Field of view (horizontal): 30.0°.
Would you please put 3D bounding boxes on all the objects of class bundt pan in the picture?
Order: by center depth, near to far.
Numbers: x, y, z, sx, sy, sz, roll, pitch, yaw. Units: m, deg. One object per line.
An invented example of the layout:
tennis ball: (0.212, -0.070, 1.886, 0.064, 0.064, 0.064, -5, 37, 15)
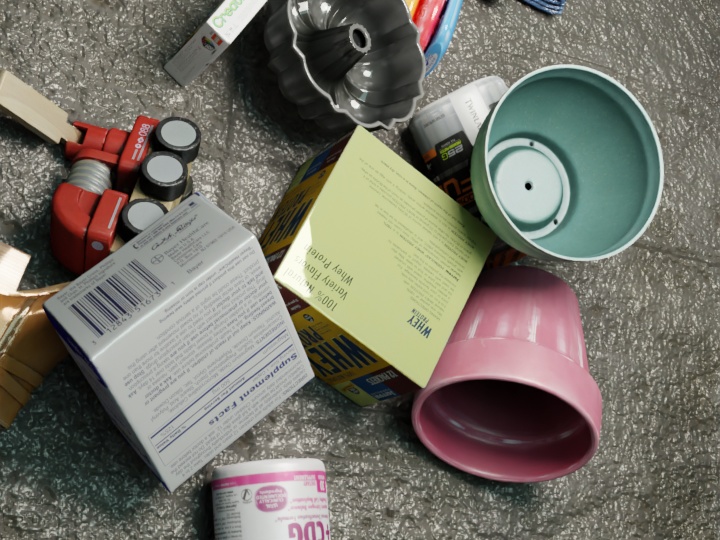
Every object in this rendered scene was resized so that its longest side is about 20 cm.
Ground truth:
bundt pan: (-0.025, -0.235, 1.436, 0.201, 0.075, 0.204, 18, 63, -41)

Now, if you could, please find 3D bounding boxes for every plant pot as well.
plant pot: (0.197, -0.100, 1.412, 0.199, 0.134, 0.202, 3, 81, -18)
plant pot: (0.166, 0.102, 1.458, 0.199, 0.200, 0.180, 30, 49, -19)

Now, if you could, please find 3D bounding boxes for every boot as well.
boot: (-0.301, 0.078, 1.265, 0.199, 0.074, 0.156, 23, 68, -13)

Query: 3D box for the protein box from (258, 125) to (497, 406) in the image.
protein box: (0.000, 0.000, 1.413, 0.198, 0.135, 0.201, 36, 62, -16)

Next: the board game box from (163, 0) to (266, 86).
board game box: (-0.121, -0.292, 1.431, 0.035, 0.126, 0.201, 42, 60, -13)

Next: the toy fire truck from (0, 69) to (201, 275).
toy fire truck: (-0.268, -0.094, 1.304, 0.198, 0.129, 0.177, 15, 50, -2)

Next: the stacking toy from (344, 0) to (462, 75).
stacking toy: (0.013, -0.313, 1.538, 0.199, 0.116, 0.110, 23, 63, -10)

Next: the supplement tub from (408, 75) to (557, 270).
supplement tub: (0.147, -0.108, 1.534, 0.122, 0.122, 0.201, -25, 89, -32)

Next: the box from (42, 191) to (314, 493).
box: (-0.163, 0.067, 1.247, 0.184, 0.105, 0.201, -38, 136, -18)

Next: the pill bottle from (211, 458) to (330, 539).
pill bottle: (-0.082, 0.288, 1.301, 0.113, 0.113, 0.202, 1, 76, -29)

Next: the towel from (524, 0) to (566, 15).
towel: (0.232, -0.432, 1.713, 0.111, 0.048, 0.201, 24, 67, -18)
